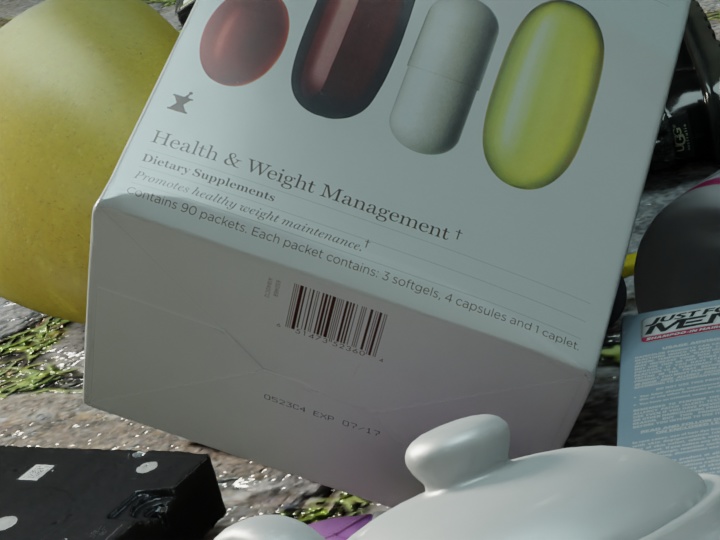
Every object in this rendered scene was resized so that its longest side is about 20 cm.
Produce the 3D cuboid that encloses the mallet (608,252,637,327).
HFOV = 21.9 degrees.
[{"bbox_3d":[0.181,-0.011,0.965,0.199,0.041,0.066,-13,18,-8],"label":"mallet"}]

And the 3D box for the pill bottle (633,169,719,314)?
[{"bbox_3d":[0.223,-0.018,0.833,0.113,0.114,0.200,6,28,45],"label":"pill bottle"}]

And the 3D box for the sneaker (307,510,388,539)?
[{"bbox_3d":[0.032,0.126,0.641,0.114,0.073,0.201,-13,19,-6],"label":"sneaker"}]

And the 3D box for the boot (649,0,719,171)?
[{"bbox_3d":[0.153,-0.112,1.191,0.157,0.080,0.211,-13,20,5],"label":"boot"}]

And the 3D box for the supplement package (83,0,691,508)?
[{"bbox_3d":[0.011,-0.031,0.759,0.190,0.147,0.201,19,55,2],"label":"supplement package"}]

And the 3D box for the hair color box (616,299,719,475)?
[{"bbox_3d":[0.123,0.093,0.619,0.060,0.099,0.200,-11,20,13],"label":"hair color box"}]

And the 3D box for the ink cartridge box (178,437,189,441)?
[{"bbox_3d":[0.000,0.000,0.925,0.200,0.084,0.145,-38,20,-31],"label":"ink cartridge box"}]

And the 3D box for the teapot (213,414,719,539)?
[{"bbox_3d":[0.041,0.107,0.444,0.199,0.147,0.197,-21,-2,9],"label":"teapot"}]

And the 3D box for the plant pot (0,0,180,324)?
[{"bbox_3d":[-0.136,-0.045,1.095,0.200,0.201,0.142,-29,49,-35],"label":"plant pot"}]

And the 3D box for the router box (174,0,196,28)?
[{"bbox_3d":[-0.037,-0.089,1.083,0.062,0.201,0.150,-25,18,4],"label":"router box"}]

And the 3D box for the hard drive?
[{"bbox_3d":[-0.178,0.127,0.836,0.199,0.038,0.140,-1,23,32],"label":"hard drive"}]
